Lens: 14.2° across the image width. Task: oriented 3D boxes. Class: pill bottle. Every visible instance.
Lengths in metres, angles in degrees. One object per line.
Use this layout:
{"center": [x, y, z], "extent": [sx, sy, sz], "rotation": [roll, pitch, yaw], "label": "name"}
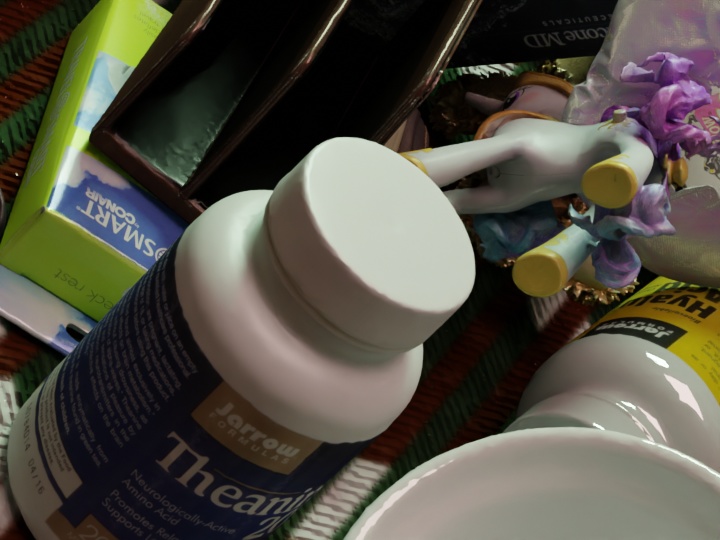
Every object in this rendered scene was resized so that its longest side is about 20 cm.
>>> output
{"center": [0.142, 0.072, 1.386], "extent": [0.111, 0.111, 0.200], "rotation": [50, 35, 5], "label": "pill bottle"}
{"center": [-0.046, 0.039, 1.148], "extent": [0.111, 0.200, 0.111], "rotation": [27, 40, -24], "label": "pill bottle"}

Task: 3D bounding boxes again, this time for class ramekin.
{"center": [0.082, 0.172, 1.169], "extent": [0.199, 0.098, 0.201], "rotation": [-1, 52, 2], "label": "ramekin"}

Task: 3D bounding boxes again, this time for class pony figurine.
{"center": [0.116, -0.054, 1.343], "extent": [0.200, 0.192, 0.168], "rotation": [-45, 133, -62], "label": "pony figurine"}

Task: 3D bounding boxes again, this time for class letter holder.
{"center": [-0.015, -0.117, 1.302], "extent": [0.100, 0.142, 0.200], "rotation": [39, 34, -9], "label": "letter holder"}

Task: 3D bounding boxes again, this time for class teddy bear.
{"center": [0.104, -0.049, 1.500], "extent": [0.144, 0.067, 0.200], "rotation": [9, 37, -11], "label": "teddy bear"}

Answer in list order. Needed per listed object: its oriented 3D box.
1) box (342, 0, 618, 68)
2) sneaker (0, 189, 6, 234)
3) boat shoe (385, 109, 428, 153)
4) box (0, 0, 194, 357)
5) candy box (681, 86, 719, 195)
{"center": [0.057, -0.210, 1.424], "extent": [0.200, 0.196, 0.118], "rotation": [58, 43, -38], "label": "box"}
{"center": [-0.195, -0.036, 1.146], "extent": [0.076, 0.114, 0.200], "rotation": [16, 43, -38], "label": "sneaker"}
{"center": [0.000, 0.000, 1.358], "extent": [0.073, 0.074, 0.201], "rotation": [44, 40, -23], "label": "boat shoe"}
{"center": [-0.090, -0.031, 1.304], "extent": [0.122, 0.048, 0.201], "rotation": [33, 37, -18], "label": "box"}
{"center": [0.209, -0.102, 1.570], "extent": [0.169, 0.071, 0.200], "rotation": [70, 18, 1], "label": "candy box"}
